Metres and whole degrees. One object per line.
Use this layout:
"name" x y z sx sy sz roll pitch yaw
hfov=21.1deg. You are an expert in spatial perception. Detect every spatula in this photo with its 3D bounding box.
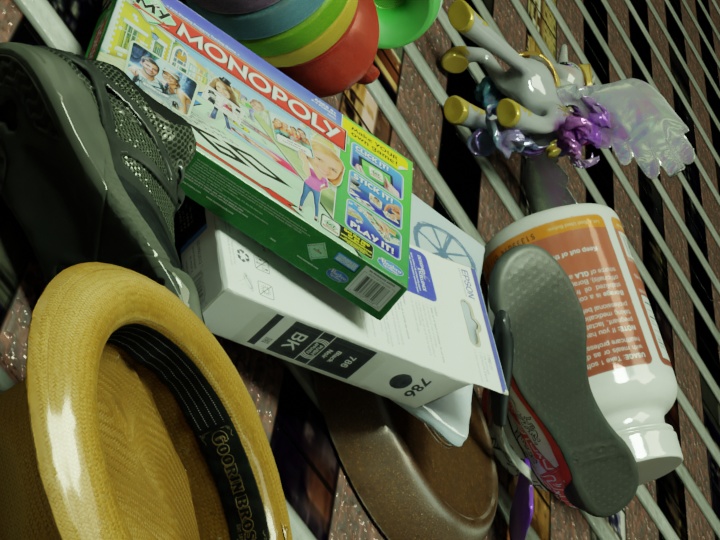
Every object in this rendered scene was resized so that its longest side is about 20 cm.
"spatula" 0.095 0.105 1.219 0.057 0.021 0.200 -90 172 -53

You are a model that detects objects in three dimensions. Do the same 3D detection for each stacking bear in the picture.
"stacking bear" -0.047 -0.176 1.186 0.200 0.121 0.114 50 54 -59

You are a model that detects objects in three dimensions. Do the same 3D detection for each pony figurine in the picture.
"pony figurine" 0.159 -0.126 1.601 0.200 0.167 0.193 9 50 -48

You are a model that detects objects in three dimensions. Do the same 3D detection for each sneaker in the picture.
"sneaker" -0.105 -0.016 0.904 0.200 0.076 0.114 62 27 7
"sneaker" 0.109 0.069 1.283 0.108 0.067 0.201 18 -43 59

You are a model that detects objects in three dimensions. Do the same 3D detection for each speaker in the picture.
"speaker" 0.028 -0.243 1.467 0.088 0.088 0.200 56 22 -24

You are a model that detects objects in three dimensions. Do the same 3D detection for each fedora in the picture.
"fedora" -0.099 0.097 0.783 0.201 0.082 0.201 52 27 -41

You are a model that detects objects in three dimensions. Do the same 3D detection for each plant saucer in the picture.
"plant saucer" 0.034 0.089 1.187 0.200 0.034 0.200 52 24 -34

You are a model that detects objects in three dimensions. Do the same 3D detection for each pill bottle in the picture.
"pill bottle" 0.167 0.060 1.429 0.112 0.112 0.200 25 45 -60

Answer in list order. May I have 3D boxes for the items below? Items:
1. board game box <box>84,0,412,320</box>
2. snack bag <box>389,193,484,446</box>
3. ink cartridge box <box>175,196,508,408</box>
"board game box" -0.059 -0.070 1.038 0.200 0.029 0.135 33 30 -18
"snack bag" 0.000 0.000 1.149 0.189 0.021 0.200 35 33 -20
"ink cartridge box" -0.010 0.014 1.064 0.200 0.039 0.099 22 39 -33
